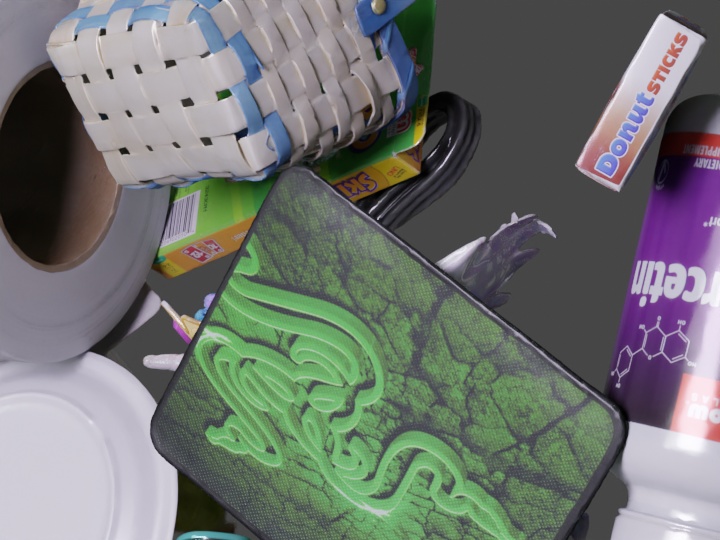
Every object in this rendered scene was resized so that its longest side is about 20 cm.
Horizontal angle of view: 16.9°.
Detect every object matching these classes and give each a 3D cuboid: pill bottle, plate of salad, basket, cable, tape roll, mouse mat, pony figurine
[{"bbox_3d":[0.166,0.032,1.038,0.112,0.112,0.202,9,84,41],"label":"pill bottle"},{"bbox_3d":[-0.172,0.137,1.233,0.199,0.048,0.202,-14,61,25],"label":"plate of salad"},{"bbox_3d":[-0.045,-0.126,1.212,0.176,0.140,0.200,-1,36,49],"label":"basket"},{"bbox_3d":[0.000,0.000,1.250,0.097,0.050,0.201,23,81,55],"label":"cable"},{"bbox_3d":[-0.209,-0.057,1.251,0.138,0.202,0.204,5,81,31],"label":"tape roll"},{"bbox_3d":[0.006,0.070,1.062,0.200,0.008,0.162,38,114,21],"label":"mouse mat"},{"bbox_3d":[0.021,0.065,1.125,0.192,0.167,0.201,-29,85,-2],"label":"pony figurine"}]

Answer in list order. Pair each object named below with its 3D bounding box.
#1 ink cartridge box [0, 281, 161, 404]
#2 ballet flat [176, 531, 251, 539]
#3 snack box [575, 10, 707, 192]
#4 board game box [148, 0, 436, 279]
[{"bbox_3d":[-0.195,0.068,1.341,0.200,0.068,0.117,-43,53,-1],"label":"ink cartridge box"},{"bbox_3d":[-0.071,0.178,1.156,0.067,0.200,0.068,0,71,4],"label":"ballet flat"},{"bbox_3d":[0.126,-0.078,1.063,0.024,0.200,0.072,30,100,4],"label":"snack box"},{"bbox_3d":[-0.034,-0.069,1.274,0.199,0.030,0.096,-24,48,38],"label":"board game box"}]
